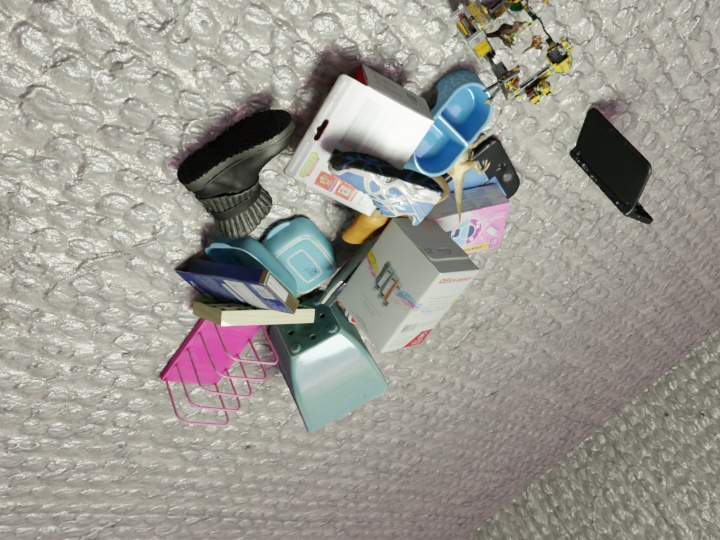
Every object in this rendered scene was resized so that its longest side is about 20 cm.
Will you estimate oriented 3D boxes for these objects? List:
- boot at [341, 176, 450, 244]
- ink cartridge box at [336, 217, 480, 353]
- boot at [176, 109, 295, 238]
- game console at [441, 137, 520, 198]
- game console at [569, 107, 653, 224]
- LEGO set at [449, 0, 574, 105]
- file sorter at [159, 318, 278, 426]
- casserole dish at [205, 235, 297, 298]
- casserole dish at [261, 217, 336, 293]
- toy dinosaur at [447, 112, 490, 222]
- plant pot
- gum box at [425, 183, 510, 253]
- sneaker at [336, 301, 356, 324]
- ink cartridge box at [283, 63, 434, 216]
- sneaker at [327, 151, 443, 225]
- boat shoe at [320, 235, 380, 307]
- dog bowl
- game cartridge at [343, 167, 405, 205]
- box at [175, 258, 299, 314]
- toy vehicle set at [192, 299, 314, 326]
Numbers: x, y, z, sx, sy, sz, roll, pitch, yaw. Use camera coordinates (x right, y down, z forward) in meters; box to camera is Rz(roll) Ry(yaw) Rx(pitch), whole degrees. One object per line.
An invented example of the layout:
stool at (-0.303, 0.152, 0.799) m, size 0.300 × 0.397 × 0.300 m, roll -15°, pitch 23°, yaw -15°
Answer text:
boot at (0.062, -0.113, 1.422) m, size 0.199 × 0.071 × 0.144 m, roll -16°, pitch 160°, yaw -43°
ink cartridge box at (0.087, 0.023, 1.417) m, size 0.144 × 0.145 × 0.201 m, roll -3°, pitch 137°, yaw -53°
boot at (-0.169, -0.151, 1.230) m, size 0.209 × 0.080 × 0.158 m, roll -26°, pitch 139°, yaw 11°
game console at (0.222, -0.159, 1.565) m, size 0.199 × 0.031 × 0.177 m, roll -37°, pitch 145°, yaw 6°
game console at (0.536, -0.213, 1.590) m, size 0.174 × 0.201 × 0.117 m, roll 11°, pitch 128°, yaw -44°
LEGO set at (0.230, -0.363, 1.193) m, size 0.152 × 0.203 × 0.116 m, roll -27°, pitch 165°, yaw 18°
file sorter at (-0.275, 0.197, 1.529) m, size 0.138 × 0.126 × 0.201 m, roll 14°, pitch 125°, yaw -45°
casserole dish at (-0.187, -0.005, 1.370) m, size 0.200 × 0.120 × 0.039 m, roll 49°, pitch 55°, yaw -42°
casserole dish at (-0.111, -0.020, 1.458) m, size 0.120 × 0.039 × 0.200 m, roll -34°, pitch 146°, yaw 3°
toy dinosaur at (0.189, -0.200, 1.442) m, size 0.100 × 0.058 × 0.203 m, roll -21°, pitch 117°, yaw -38°
plant pot at (-0.083, 0.167, 1.596) m, size 0.194 × 0.197 × 0.201 m, roll -27°, pitch 137°, yaw -6°
gum box at (0.200, -0.094, 1.548) m, size 0.197 × 0.067 × 0.115 m, roll -13°, pitch 135°, yaw -18°
sneaker at (0.041, 0.055, 1.615) m, size 0.198 × 0.109 × 0.068 m, roll -8°, pitch 139°, yaw -30°
ink cartridge box at (-0.010, -0.217, 1.254) m, size 0.174 × 0.084 × 0.201 m, roll 23°, pitch 120°, yaw -25°
sneaker at (0.035, -0.128, 1.227) m, size 0.197 × 0.076 × 0.078 m, roll 18°, pitch 118°, yaw -21°
boat shoe at (0.000, 0.000, 1.525) m, size 0.062 × 0.075 × 0.201 m, roll 41°, pitch 89°, yaw -17°
dog bowl at (0.151, -0.249, 1.338) m, size 0.111 × 0.050 × 0.201 m, roll 36°, pitch 96°, yaw -31°
game cartridge at (0.064, -0.185, 1.410) m, size 0.197 × 0.042 × 0.134 m, roll -10°, pitch 143°, yaw -28°
box at (-0.219, 0.027, 1.366) m, size 0.121 × 0.197 × 0.033 m, roll 52°, pitch 50°, yaw -55°
toy vehicle set at (-0.200, 0.077, 1.452) m, size 0.198 × 0.123 × 0.027 m, roll 1°, pitch 97°, yaw -38°
